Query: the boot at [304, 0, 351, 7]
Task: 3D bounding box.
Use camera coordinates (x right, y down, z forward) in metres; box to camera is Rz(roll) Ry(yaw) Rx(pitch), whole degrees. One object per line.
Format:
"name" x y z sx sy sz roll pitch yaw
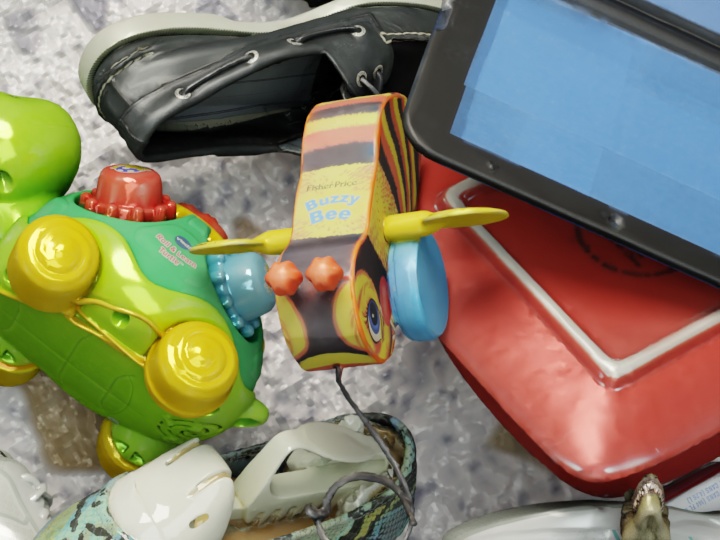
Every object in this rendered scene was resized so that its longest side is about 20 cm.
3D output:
"boot" 0.030 -0.189 1.312 0.200 0.076 0.168 31 81 3

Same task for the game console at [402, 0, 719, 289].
"game console" 0.141 -0.106 1.188 0.200 0.118 0.171 23 114 -7

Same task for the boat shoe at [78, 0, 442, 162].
"boat shoe" -0.025 -0.080 1.277 0.199 0.075 0.066 -1 47 -28

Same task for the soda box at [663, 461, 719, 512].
"soda box" 0.100 0.162 1.303 0.200 0.063 0.070 -28 89 -8

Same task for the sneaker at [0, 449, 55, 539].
"sneaker" -0.157 0.128 1.260 0.200 0.075 0.081 32 68 15

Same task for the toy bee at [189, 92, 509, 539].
"toy bee" 0.000 0.000 1.167 0.131 0.109 0.200 -25 58 6

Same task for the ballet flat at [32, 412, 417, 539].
"ballet flat" -0.057 0.099 1.251 0.200 0.074 0.074 -12 87 -38

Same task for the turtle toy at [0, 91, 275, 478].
"turtle toy" -0.117 0.001 1.264 0.200 0.146 0.101 39 63 -1

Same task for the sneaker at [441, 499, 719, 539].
"sneaker" 0.134 0.140 1.241 0.200 0.070 0.081 3 88 -5

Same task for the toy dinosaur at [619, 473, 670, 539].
"toy dinosaur" 0.090 0.180 1.190 0.047 0.088 0.200 21 118 -27

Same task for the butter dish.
"butter dish" 0.120 0.027 1.278 0.199 0.148 0.200 -27 53 -22
